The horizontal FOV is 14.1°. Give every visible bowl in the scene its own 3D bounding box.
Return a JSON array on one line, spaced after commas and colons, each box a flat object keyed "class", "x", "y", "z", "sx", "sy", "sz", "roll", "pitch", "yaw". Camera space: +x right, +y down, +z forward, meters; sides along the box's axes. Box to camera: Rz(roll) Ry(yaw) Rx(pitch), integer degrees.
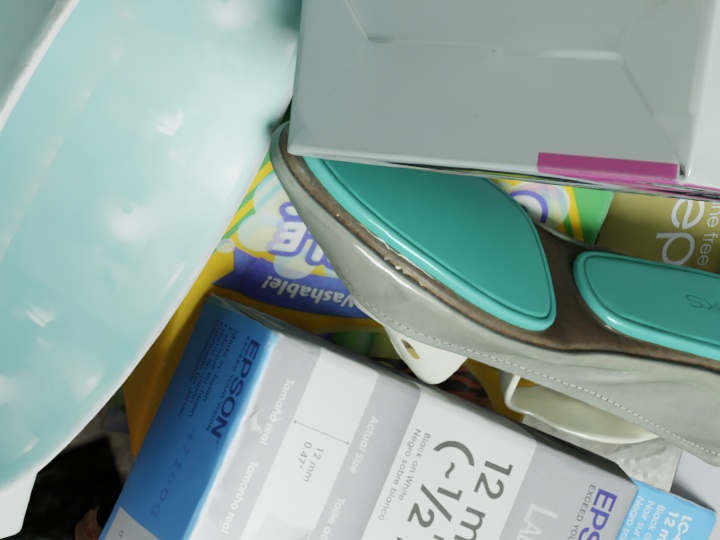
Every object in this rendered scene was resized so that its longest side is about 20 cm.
[{"class": "bowl", "x": -0.099, "y": -0.049, "z": 0.745, "sx": 0.201, "sy": 0.105, "sz": 0.201, "roll": -55, "pitch": 166, "yaw": -21}]

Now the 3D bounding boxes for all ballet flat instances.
[{"class": "ballet flat", "x": 0.047, "y": 0.015, "z": 0.863, "sx": 0.200, "sy": 0.067, "sz": 0.064, "roll": 21, "pitch": 128, "yaw": -28}]

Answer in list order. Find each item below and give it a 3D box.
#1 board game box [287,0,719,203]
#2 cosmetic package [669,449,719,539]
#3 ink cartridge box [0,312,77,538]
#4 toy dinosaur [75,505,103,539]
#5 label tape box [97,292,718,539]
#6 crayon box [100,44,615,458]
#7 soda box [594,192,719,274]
[{"class": "board game box", "x": 0.104, "y": -0.047, "z": 0.776, "sx": 0.200, "sy": 0.147, "sz": 0.064, "roll": 4, "pitch": 93, "yaw": -41}, {"class": "cosmetic package", "x": 0.178, "y": 0.013, "z": 0.985, "sx": 0.151, "sy": 0.052, "sz": 0.200, "roll": -22, "pitch": 135, "yaw": -45}, {"class": "ink cartridge box", "x": -0.192, "y": 0.086, "z": 0.836, "sx": 0.200, "sy": 0.044, "sz": 0.174, "roll": -15, "pitch": 144, "yaw": -32}, {"class": "toy dinosaur", "x": -0.033, "y": 0.118, "z": 0.962, "sx": 0.200, "sy": 0.101, "sz": 0.058, "roll": -14, "pitch": 147, "yaw": -28}, {"class": "label tape box", "x": 0.018, "y": 0.111, "z": 0.893, "sx": 0.200, "sy": 0.066, "sz": 0.143, "roll": 24, "pitch": 90, "yaw": -23}, {"class": "crayon box", "x": 0.000, "y": 0.000, "z": 0.917, "sx": 0.126, "sy": 0.052, "sz": 0.200, "roll": 5, "pitch": 130, "yaw": -17}, {"class": "soda box", "x": 0.098, "y": -0.053, "z": 0.938, "sx": 0.064, "sy": 0.068, "sz": 0.200, "roll": -3, "pitch": 123, "yaw": -21}]
